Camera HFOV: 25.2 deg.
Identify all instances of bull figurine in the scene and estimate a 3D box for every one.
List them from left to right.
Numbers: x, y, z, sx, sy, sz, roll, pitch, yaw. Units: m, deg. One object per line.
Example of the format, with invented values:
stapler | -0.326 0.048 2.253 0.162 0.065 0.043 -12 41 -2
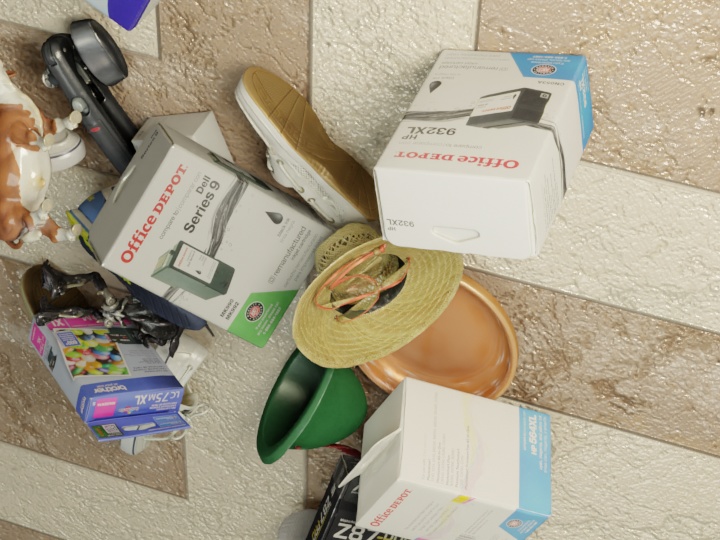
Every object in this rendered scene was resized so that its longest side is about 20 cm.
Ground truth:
bull figurine | -0.344 -0.119 1.653 0.121 0.065 0.202 13 111 41

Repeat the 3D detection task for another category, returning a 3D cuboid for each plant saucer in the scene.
plant saucer | 0.075 0.065 1.709 0.198 0.038 0.202 13 133 15

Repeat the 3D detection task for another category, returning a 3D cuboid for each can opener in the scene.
can opener | -0.266 -0.163 1.665 0.078 0.064 0.201 -3 126 32

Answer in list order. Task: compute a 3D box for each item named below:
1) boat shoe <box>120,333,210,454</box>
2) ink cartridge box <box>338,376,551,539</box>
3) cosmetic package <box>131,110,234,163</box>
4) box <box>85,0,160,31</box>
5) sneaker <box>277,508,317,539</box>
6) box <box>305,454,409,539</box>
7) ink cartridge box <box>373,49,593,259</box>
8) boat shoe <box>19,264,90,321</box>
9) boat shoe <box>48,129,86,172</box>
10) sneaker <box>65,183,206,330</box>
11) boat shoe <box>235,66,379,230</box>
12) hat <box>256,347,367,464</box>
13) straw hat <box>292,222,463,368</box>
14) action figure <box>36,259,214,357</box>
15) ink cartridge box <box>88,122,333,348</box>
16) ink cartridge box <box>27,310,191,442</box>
boat shoe | -0.222 0.157 1.913 0.085 0.075 0.203 25 124 -1
ink cartridge box | 0.088 0.209 1.712 0.198 0.126 0.129 17 144 -15
cosmetic package | -0.164 -0.069 1.704 0.082 0.051 0.201 -4 125 27
box | -0.234 -0.357 1.459 0.199 0.105 0.184 35 134 -6
sneaker | 0.001 0.355 1.967 0.198 0.076 0.114 6 138 17
box | 0.045 0.299 1.828 0.198 0.049 0.162 13 115 -21
ink cartridge box | 0.113 -0.109 1.432 0.144 0.201 0.084 6 130 21
boat shoe | -0.343 0.084 1.905 0.065 0.072 0.201 -14 116 52
boat shoe | -0.389 -0.159 1.728 0.198 0.072 0.066 17 133 20
sneaker | -0.226 -0.019 1.722 0.200 0.082 0.074 43 159 14
boat shoe | -0.065 -0.113 1.604 0.069 0.071 0.200 -27 114 37
hat | -0.003 0.169 1.777 0.175 0.200 0.166 31 102 -16
straw hat | 0.000 0.000 1.600 0.085 0.199 0.202 56 145 33
action figure | -0.258 0.028 1.800 0.198 0.102 0.120 7 125 -6
ink cartridge box | -0.153 -0.034 1.620 0.199 0.084 0.147 28 99 -27
ink cartridge box | -0.279 0.113 1.796 0.200 0.118 0.042 48 130 42
